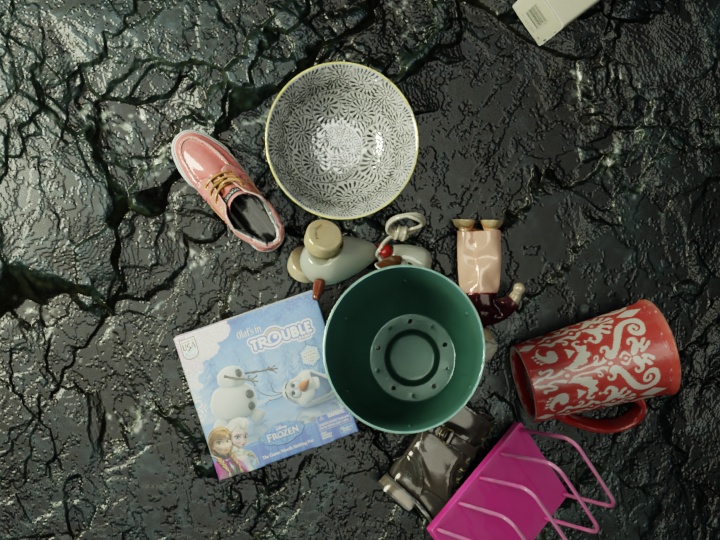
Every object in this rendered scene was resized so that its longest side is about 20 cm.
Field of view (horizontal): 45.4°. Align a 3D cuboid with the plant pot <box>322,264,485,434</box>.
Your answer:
[{"bbox_3d":[0.061,0.108,1.112,0.198,0.161,0.204,-1,79,7],"label":"plant pot"}]

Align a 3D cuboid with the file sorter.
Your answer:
[{"bbox_3d":[0.218,0.324,1.127,0.200,0.125,0.140,-43,108,-24],"label":"file sorter"}]

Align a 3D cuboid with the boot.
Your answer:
[{"bbox_3d":[0.136,0.275,1.186,0.199,0.069,0.175,39,82,-9],"label":"boot"}]

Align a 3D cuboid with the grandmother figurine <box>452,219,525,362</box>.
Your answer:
[{"bbox_3d":[0.168,0.031,1.195,0.120,0.060,0.203,3,93,20],"label":"grandmother figurine"}]

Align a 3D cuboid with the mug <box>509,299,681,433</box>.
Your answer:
[{"bbox_3d":[0.320,0.151,1.180,0.197,0.133,0.180,-14,91,-4],"label":"mug"}]

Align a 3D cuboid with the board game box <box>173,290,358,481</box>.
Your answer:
[{"bbox_3d":[-0.126,0.153,1.160,0.198,0.043,0.201,-19,92,-7],"label":"board game box"}]

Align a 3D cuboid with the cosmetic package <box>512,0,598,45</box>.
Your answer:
[{"bbox_3d":[0.318,-0.407,1.186,0.199,0.104,0.073,-39,95,-7],"label":"cosmetic package"}]

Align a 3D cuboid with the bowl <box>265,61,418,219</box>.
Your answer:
[{"bbox_3d":[-0.029,-0.165,1.144,0.198,0.094,0.204,0,89,-8],"label":"bowl"}]

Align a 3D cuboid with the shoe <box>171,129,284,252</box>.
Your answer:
[{"bbox_3d":[-0.172,-0.107,1.127,0.071,0.091,0.200,-42,96,-5],"label":"shoe"}]

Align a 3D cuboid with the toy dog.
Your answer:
[{"bbox_3d":[0.000,0.000,1.142,0.197,0.132,0.097,-5,62,1],"label":"toy dog"}]
